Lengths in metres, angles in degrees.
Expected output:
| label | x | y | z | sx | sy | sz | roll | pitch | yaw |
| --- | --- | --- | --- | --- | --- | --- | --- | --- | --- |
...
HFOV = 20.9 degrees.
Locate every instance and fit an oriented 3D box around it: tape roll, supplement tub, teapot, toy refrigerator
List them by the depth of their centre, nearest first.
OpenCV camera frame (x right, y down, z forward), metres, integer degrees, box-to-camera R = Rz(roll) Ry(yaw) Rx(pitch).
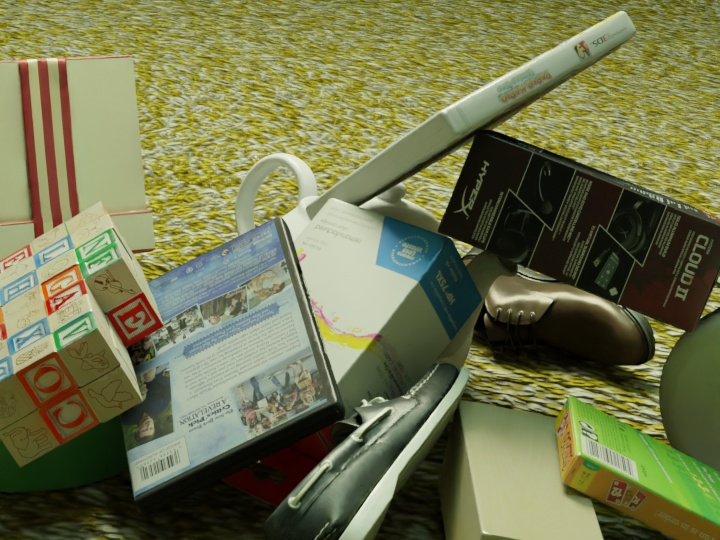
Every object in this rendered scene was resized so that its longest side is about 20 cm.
| label | x | y | z | sx | sy | sz | roll | pitch | yaw |
| --- | --- | --- | --- | --- | --- | --- | --- | --- | --- |
| toy refrigerator | 0.095 | 0.154 | 1.196 | 0.076 | 0.070 | 0.200 | 11 | 18 | -5 |
| tape roll | -0.238 | 0.089 | 1.338 | 0.200 | 0.048 | 0.200 | 4 | 18 | -1 |
| supplement tub | 0.311 | 0.073 | 1.367 | 0.144 | 0.145 | 0.200 | 15 | 21 | 29 |
| teapot | 0.000 | 0.000 | 1.467 | 0.199 | 0.146 | 0.197 | 13 | 12 | -6 |

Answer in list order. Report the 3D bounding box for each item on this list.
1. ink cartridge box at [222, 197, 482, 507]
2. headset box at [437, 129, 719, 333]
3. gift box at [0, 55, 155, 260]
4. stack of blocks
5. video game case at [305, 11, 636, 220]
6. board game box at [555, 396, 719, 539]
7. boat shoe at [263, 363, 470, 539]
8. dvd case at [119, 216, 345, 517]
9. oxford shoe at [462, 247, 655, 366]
| label | x | y | z | sx | sy | sz | roll | pitch | yaw |
| --- | --- | --- | --- | --- | --- | --- | --- | --- | --- |
| ink cartridge box | -0.027 | 0.056 | 1.296 | 0.116 | 0.067 | 0.200 | 19 | 61 | 39 |
| headset box | 0.162 | -0.027 | 1.320 | 0.200 | 0.077 | 0.149 | 23 | 7 | 4 |
| gift box | -0.279 | -0.075 | 1.621 | 0.184 | 0.187 | 0.200 | -6 | 1 | -24 |
| stack of blocks | -0.192 | 0.036 | 1.260 | 0.115 | 0.059 | 0.200 | -30 | 24 | -2 |
| video game case | 0.074 | -0.102 | 1.358 | 0.182 | 0.023 | 0.200 | -31 | -1 | -33 |
| board game box | 0.215 | 0.147 | 1.214 | 0.200 | 0.030 | 0.096 | 25 | 18 | -5 |
| boat shoe | 0.008 | 0.112 | 1.212 | 0.060 | 0.076 | 0.200 | 30 | 38 | 8 |
| dvd case | -0.093 | 0.057 | 1.266 | 0.142 | 0.018 | 0.200 | -26 | 39 | 6 |
| oxford shoe | 0.143 | 0.044 | 1.562 | 0.200 | 0.073 | 0.084 | 17 | 38 | 38 |
